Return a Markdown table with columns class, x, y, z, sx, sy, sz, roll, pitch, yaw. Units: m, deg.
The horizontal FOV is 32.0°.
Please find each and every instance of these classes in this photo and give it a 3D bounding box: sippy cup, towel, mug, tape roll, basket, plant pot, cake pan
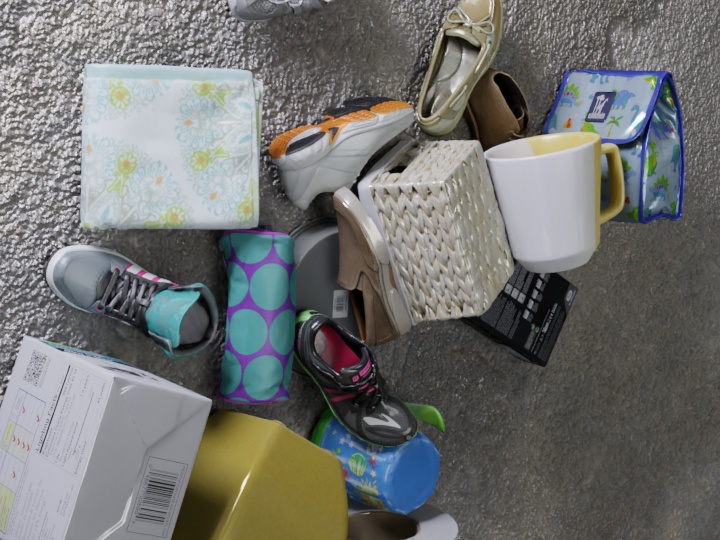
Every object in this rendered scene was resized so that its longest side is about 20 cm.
| class | x | y | z | sx | sy | sz | roll | pitch | yaw |
| --- | --- | --- | --- | --- | --- | --- | --- | --- | --- |
| sippy cup | 0.025 | 0.234 | 1.553 | 0.139 | 0.129 | 0.180 | 32 | 81 | -40 |
| towel | -0.199 | -0.130 | 1.339 | 0.197 | 0.048 | 0.174 | 0 | 94 | -25 |
| mug | 0.255 | -0.086 | 1.575 | 0.183 | 0.150 | 0.156 | -11 | 103 | 0 |
| tape roll | 0.021 | 0.344 | 1.530 | 0.200 | 0.201 | 0.072 | -6 | 103 | -37 |
| basket | 0.099 | -0.049 | 1.543 | 0.136 | 0.122 | 0.203 | -48 | 127 | -49 |
| plant pot | -0.128 | 0.273 | 1.413 | 0.195 | 0.193 | 0.202 | 35 | 71 | -37 |
| cake pan | -0.032 | 0.036 | 1.534 | 0.198 | 0.036 | 0.204 | -9 | 104 | -37 |

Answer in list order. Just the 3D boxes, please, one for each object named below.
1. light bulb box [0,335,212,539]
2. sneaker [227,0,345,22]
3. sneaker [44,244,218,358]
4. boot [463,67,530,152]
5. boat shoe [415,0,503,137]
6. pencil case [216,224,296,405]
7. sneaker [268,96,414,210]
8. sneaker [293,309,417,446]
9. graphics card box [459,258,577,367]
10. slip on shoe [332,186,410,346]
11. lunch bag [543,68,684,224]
| class | x | y | z | sx | sy | sz | roll | pitch | yaw |
| --- | --- | --- | --- | --- | --- | --- | --- | --- | --- |
| light bulb box | -0.276 | 0.189 | 1.265 | 0.124 | 0.199 | 0.201 | 21 | 86 | -40 |
| sneaker | -0.061 | -0.330 | 1.412 | 0.198 | 0.081 | 0.076 | -25 | 113 | -33 |
| sneaker | -0.227 | 0.036 | 1.324 | 0.198 | 0.120 | 0.085 | 24 | 84 | -38 |
| boot | 0.194 | -0.180 | 1.651 | 0.074 | 0.075 | 0.201 | -49 | 126 | -24 |
| boat shoe | 0.122 | -0.267 | 1.568 | 0.203 | 0.072 | 0.063 | -63 | 166 | -3 |
| pencil case | -0.121 | 0.052 | 1.435 | 0.085 | 0.091 | 0.204 | -14 | 107 | -70 |
| sneaker | -0.018 | -0.140 | 1.499 | 0.198 | 0.075 | 0.093 | -26 | 121 | -24 |
| sneaker | -0.008 | 0.131 | 1.460 | 0.200 | 0.084 | 0.077 | 46 | 72 | -10 |
| graphics card box | 0.205 | 0.036 | 1.715 | 0.199 | 0.051 | 0.127 | 31 | 79 | -37 |
| slip on shoe | 0.000 | 0.000 | 1.489 | 0.060 | 0.076 | 0.202 | -27 | 120 | -12 |
| lunch bag | 0.346 | -0.171 | 1.709 | 0.126 | 0.169 | 0.204 | -6 | 101 | -44 |
